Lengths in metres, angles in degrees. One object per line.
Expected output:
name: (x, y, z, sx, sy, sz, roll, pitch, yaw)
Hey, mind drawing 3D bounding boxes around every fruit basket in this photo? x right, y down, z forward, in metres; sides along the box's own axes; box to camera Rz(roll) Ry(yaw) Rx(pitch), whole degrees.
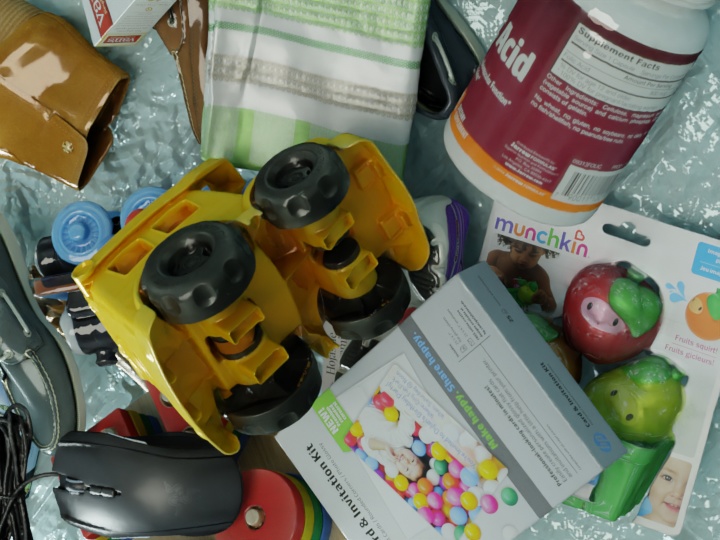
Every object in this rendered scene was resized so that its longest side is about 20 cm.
fruit basket: (0.149, 0.056, 1.436, 0.185, 0.094, 0.200, 19, 110, 21)

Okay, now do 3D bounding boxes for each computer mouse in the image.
computer mouse: (-0.179, 0.175, 1.498, 0.200, 0.046, 0.141, 8, 99, 22)

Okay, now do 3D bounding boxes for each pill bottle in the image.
pill bottle: (0.145, -0.137, 1.355, 0.114, 0.114, 0.200, 36, 119, 10)

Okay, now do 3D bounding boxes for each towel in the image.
towel: (-0.032, -0.152, 1.407, 0.149, 0.031, 0.200, 13, 112, 16)

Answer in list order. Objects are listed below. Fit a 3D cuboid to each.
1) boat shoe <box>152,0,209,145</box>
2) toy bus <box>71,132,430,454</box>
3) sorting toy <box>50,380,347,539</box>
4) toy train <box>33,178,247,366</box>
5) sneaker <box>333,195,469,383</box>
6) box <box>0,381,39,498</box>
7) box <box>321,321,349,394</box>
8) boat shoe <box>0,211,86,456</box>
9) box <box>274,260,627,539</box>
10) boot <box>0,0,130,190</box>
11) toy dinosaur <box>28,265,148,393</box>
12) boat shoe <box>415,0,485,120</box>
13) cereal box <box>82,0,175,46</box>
boat shoe: (-0.107, -0.177, 1.493, 0.068, 0.072, 0.201, 5, 101, 29)
toy bus: (-0.085, -0.008, 1.409, 0.192, 0.200, 0.136, 28, 155, 49)
sorting toy: (-0.112, 0.158, 1.542, 0.199, 0.070, 0.200, -36, 63, 19)
toy train: (-0.132, 0.001, 1.526, 0.200, 0.087, 0.115, -10, 82, 13)
sneaker: (0.042, 0.043, 1.487, 0.081, 0.083, 0.200, 25, 116, 26)
box: (-0.340, 0.088, 1.713, 0.200, 0.038, 0.137, 25, 117, 16)
box: (0.000, 0.000, 1.517, 0.039, 0.041, 0.200, 12, 114, 23)
boat shoe: (-0.261, 0.048, 1.566, 0.073, 0.062, 0.200, -35, 74, 41)
box: (0.055, 0.113, 1.424, 0.200, 0.041, 0.156, -42, 79, 35)
boot: (-0.261, -0.098, 1.588, 0.144, 0.071, 0.201, 39, 115, 12)
toy dinosaur: (-0.199, 0.046, 1.632, 0.200, 0.060, 0.106, 36, 150, 6)
boat shoe: (0.004, -0.181, 1.437, 0.075, 0.062, 0.200, -36, 91, 30)
cereal box: (-0.140, -0.252, 1.423, 0.200, 0.039, 0.144, -37, 65, 53)
